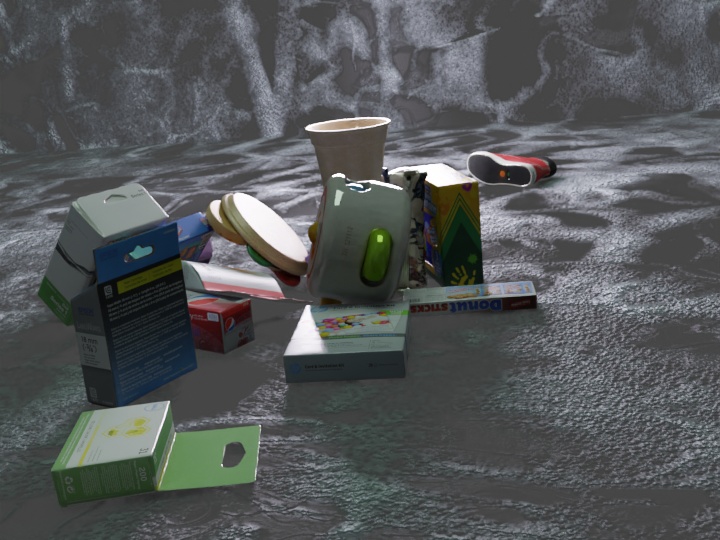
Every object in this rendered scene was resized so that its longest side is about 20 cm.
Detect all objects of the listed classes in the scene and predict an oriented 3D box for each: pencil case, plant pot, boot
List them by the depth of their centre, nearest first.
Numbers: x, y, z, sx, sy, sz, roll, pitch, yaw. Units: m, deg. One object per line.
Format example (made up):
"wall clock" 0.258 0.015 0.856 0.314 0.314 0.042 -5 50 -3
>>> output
"pencil case" 0.070 -0.062 1.531 0.076 0.204 0.089 1 3 9
"plant pot" -0.022 -0.245 2.217 0.196 0.187 0.201 -5 16 1
"boot" 0.369 -0.252 2.332 0.198 0.074 0.143 18 26 37

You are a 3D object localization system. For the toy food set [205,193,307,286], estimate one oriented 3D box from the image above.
"toy food set" -0.165 -0.054 1.638 0.049 0.198 0.200 -46 -3 14

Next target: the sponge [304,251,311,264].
"sponge" -0.039 -0.047 1.655 0.111 0.030 0.200 -35 3 3

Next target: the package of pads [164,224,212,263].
"package of pads" -0.369 -0.034 1.731 0.196 0.077 0.120 -9 -8 -17

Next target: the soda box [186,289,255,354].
"soda box" -0.249 0.069 1.403 0.197 0.065 0.070 7 19 35

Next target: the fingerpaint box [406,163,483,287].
"fingerpaint box" 0.137 -0.079 1.602 0.072 0.170 0.200 -8 16 -10

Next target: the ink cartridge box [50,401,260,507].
"ink cartridge box" -0.208 0.184 1.012 0.196 0.049 0.146 -8 15 -1

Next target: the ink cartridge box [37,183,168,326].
"ink cartridge box" -0.410 -0.026 1.531 0.084 0.201 0.145 43 36 15

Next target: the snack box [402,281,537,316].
"snack box" 0.161 0.042 1.430 0.196 0.025 0.072 -4 15 6

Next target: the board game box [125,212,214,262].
"board game box" -0.336 -0.003 1.544 0.045 0.153 0.199 41 31 11

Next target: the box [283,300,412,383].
"box" -0.011 0.092 1.284 0.153 0.042 0.200 -3 15 7

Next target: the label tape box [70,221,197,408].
"label tape box" -0.289 0.051 1.219 0.062 0.204 0.143 5 18 34

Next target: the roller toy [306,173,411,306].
"roller toy" -0.011 -0.042 1.416 0.137 0.201 0.185 11 58 -7

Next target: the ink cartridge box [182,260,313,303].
"ink cartridge box" -0.191 0.015 1.474 0.161 0.051 0.198 10 -7 -43
